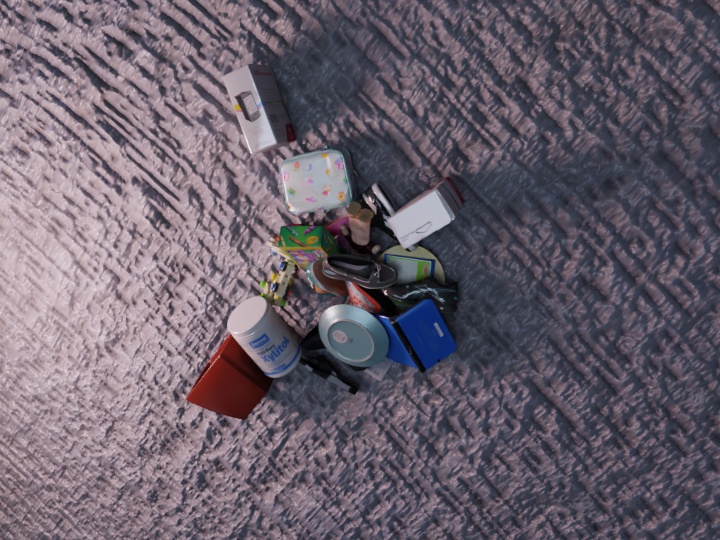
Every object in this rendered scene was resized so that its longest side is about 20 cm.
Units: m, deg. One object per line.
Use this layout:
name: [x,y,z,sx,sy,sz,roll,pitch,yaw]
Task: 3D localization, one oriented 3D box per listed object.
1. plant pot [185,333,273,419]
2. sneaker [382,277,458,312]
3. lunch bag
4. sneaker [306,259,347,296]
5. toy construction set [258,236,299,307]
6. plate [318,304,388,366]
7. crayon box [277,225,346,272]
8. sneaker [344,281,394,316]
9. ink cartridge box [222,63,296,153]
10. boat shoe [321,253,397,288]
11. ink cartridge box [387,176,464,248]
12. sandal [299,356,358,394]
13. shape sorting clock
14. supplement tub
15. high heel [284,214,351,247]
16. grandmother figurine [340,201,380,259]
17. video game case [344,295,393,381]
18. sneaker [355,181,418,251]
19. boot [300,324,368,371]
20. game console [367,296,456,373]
plant pot: [-0.353,0.305,1.831,0.175,0.200,0.200,38,113,-9]
sneaker: [0.156,0.051,1.630,0.196,0.075,0.081,11,98,3]
lunch bag: [-0.106,-0.238,1.655,0.197,0.077,0.163,-7,102,19]
sneaker: [-0.107,0.027,1.675,0.079,0.200,0.073,-3,69,22]
toy construction set: [-0.225,0.012,1.749,0.091,0.131,0.204,6,104,-18]
plate: [-0.022,0.177,1.646,0.197,0.026,0.203,12,127,16]
crayon box: [-0.122,-0.053,1.649,0.117,0.200,0.059,0,71,16]
sneaker: [-0.011,0.067,1.678,0.201,0.067,0.108,46,127,-7]
ink cartridge box: [-0.252,-0.409,1.614,0.084,0.148,0.203,-18,98,19]
boat shoe: [0.000,0.000,1.591,0.196,0.057,0.068,9,67,-6]
ink cartridge box: [0.162,-0.142,1.534,0.144,0.200,0.084,-31,95,22]
sandal: [-0.090,0.285,1.811,0.198,0.075,0.048,29,86,0]
shape sorting clock: [0.126,0.026,1.679,0.196,0.039,0.203,5,110,13]
supplement tub: [-0.258,0.184,1.734,0.130,0.133,0.201,-17,129,20]
high heel: [-0.108,-0.122,1.688,0.197,0.068,0.097,13,118,8]
grandmother figurine: [0.002,-0.081,1.631,0.121,0.060,0.201,41,153,24]
video game case: [0.019,0.182,1.765,0.198,0.024,0.184,33,111,7]
sneaker: [0.059,-0.116,1.645,0.111,0.073,0.202,-35,81,26]
boot: [-0.056,0.211,1.746,0.163,0.074,0.197,47,129,-12]
game console: [0.129,0.156,1.651,0.169,0.119,0.201,-32,124,-1]
